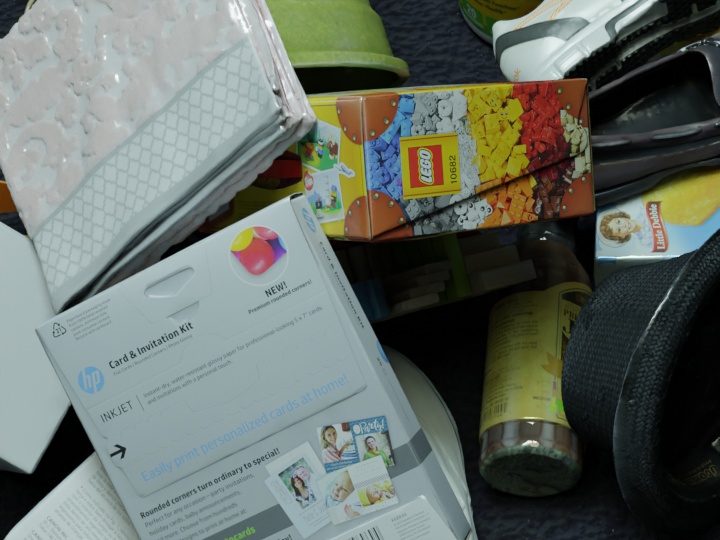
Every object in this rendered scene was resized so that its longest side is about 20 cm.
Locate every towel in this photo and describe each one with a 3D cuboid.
[{"bbox_3d":[-0.130,-0.099,1.120,0.200,0.032,0.191,-39,58,26],"label":"towel"}]

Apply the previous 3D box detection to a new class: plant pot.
[{"bbox_3d":[-0.080,-0.193,1.227,0.200,0.200,0.184,-8,86,4],"label":"plant pot"}]

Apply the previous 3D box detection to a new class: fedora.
[{"bbox_3d":[0.179,0.046,1.139,0.092,0.201,0.201,18,60,39],"label":"fedora"}]

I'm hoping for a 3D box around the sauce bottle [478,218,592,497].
[{"bbox_3d":[0.108,0.035,1.214,0.065,0.065,0.200,1,58,10],"label":"sauce bottle"}]

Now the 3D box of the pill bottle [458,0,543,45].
[{"bbox_3d":[0.110,-0.245,1.319,0.111,0.200,0.111,-4,56,6],"label":"pill bottle"}]

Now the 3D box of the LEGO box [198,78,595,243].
[{"bbox_3d":[0.012,-0.063,1.135,0.149,0.077,0.200,-7,7,-32],"label":"LEGO box"}]

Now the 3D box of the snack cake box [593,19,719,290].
[{"bbox_3d":[0.205,-0.071,1.268,0.115,0.067,0.200,0,56,8],"label":"snack cake box"}]

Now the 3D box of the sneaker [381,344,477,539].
[{"bbox_3d":[0.030,0.116,1.168,0.073,0.071,0.200,-20,56,-5],"label":"sneaker"}]

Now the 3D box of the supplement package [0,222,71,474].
[{"bbox_3d":[-0.261,0.021,1.181,0.200,0.120,0.121,32,75,-16],"label":"supplement package"}]

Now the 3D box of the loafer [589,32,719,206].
[{"bbox_3d":[0.198,-0.101,1.210,0.200,0.063,0.072,-25,56,-7],"label":"loafer"}]

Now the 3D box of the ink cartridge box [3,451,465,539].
[{"bbox_3d":[-0.069,0.137,1.110,0.200,0.050,0.161,-43,92,-2],"label":"ink cartridge box"}]

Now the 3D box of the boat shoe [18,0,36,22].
[{"bbox_3d":[-0.190,-0.165,1.334,0.074,0.066,0.200,42,113,25],"label":"boat shoe"}]

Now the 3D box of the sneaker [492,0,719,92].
[{"bbox_3d":[0.169,-0.173,1.260,0.200,0.074,0.080,-33,54,-12],"label":"sneaker"}]

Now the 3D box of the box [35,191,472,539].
[{"bbox_3d":[-0.056,0.083,1.051,0.156,0.041,0.200,-27,92,12],"label":"box"}]

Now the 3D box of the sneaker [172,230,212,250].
[{"bbox_3d":[-0.143,-0.048,1.269,0.200,0.115,0.076,15,101,30],"label":"sneaker"}]

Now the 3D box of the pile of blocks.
[{"bbox_3d":[0.000,0.000,1.166,0.200,0.082,0.062,-15,87,-18],"label":"pile of blocks"}]

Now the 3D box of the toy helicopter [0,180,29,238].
[{"bbox_3d":[-0.242,-0.012,1.311,0.200,0.079,0.132,-2,46,-5],"label":"toy helicopter"}]
